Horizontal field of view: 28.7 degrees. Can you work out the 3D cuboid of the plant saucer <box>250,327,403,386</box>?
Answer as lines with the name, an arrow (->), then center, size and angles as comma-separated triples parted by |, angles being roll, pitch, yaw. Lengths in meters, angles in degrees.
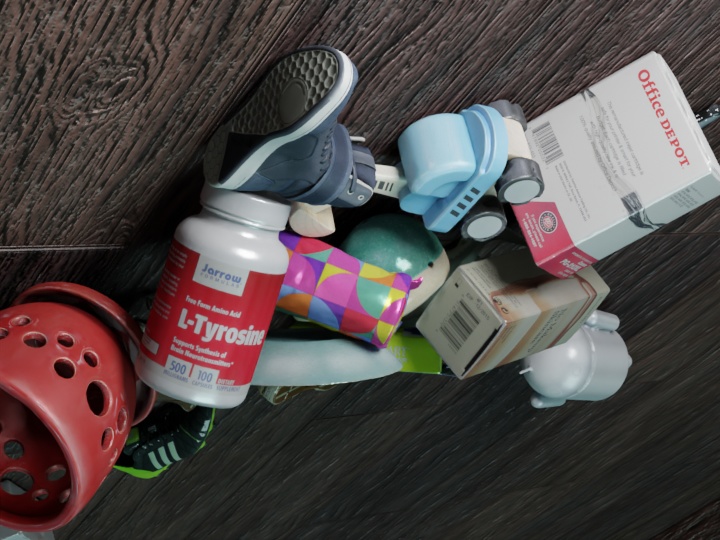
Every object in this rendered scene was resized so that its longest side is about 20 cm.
plant saucer -> -0.056, 0.085, 1.452 | 0.200, 0.039, 0.201 | -2, -174, 0

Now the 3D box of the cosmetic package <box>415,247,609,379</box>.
cosmetic package -> 0.171, 0.040, 1.557 | 0.200, 0.087, 0.104 | -15, 148, -45

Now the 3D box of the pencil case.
pencil case -> -0.044, 0.011, 1.415 | 0.199, 0.089, 0.088 | 21, 151, 1

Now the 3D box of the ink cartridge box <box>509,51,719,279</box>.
ink cartridge box -> 0.250, -0.105, 1.426 | 0.199, 0.145, 0.084 | -29, 157, 20

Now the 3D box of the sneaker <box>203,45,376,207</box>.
sneaker -> -0.027, -0.121, 1.236 | 0.146, 0.077, 0.202 | 12, 152, -33

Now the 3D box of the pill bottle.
pill bottle -> -0.134, 0.019, 1.326 | 0.112, 0.112, 0.201 | 8, 104, -47

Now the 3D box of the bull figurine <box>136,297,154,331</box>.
bull figurine -> -0.175, 0.054, 1.531 | 0.121, 0.065, 0.200 | -5, 149, -21

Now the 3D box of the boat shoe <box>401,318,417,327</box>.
boat shoe -> 0.063, 0.077, 1.760 | 0.200, 0.070, 0.072 | -8, 159, -20

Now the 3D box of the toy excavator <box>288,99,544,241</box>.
toy excavator -> 0.049, -0.093, 1.379 | 0.199, 0.100, 0.195 | 11, 141, -29

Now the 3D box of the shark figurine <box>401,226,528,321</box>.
shark figurine -> 0.099, 0.020, 1.637 | 0.214, 0.090, 0.128 | -34, 169, 2

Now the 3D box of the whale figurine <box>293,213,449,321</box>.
whale figurine -> 0.000, 0.000, 1.533 | 0.200, 0.104, 0.159 | -14, -160, 46

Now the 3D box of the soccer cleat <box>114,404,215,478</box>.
soccer cleat -> -0.257, 0.215, 1.815 | 0.081, 0.068, 0.200 | 16, 140, -34

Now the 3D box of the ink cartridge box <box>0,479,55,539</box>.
ink cartridge box -> -0.531, 0.369, 1.896 | 0.199, 0.086, 0.148 | -22, 156, 0

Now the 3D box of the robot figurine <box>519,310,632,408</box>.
robot figurine -> 0.306, 0.128, 2.012 | 0.200, 0.113, 0.170 | 9, 115, -48

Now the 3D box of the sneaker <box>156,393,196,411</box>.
sneaker -> -0.261, 0.125, 1.507 | 0.199, 0.076, 0.070 | -4, -148, 36

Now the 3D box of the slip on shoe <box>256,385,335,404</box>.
slip on shoe -> -0.070, 0.115, 1.758 | 0.200, 0.061, 0.076 | -18, 141, -55

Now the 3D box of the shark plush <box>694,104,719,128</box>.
shark plush -> 0.307, -0.129, 1.571 | 0.200, 0.091, 0.083 | -48, 170, 10

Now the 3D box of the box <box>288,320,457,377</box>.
box -> 0.019, 0.089, 1.637 | 0.199, 0.048, 0.122 | 4, -177, 2

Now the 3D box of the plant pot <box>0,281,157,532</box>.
plant pot -> -0.311, 0.121, 1.367 | 0.200, 0.200, 0.183 | -41, -170, 39
